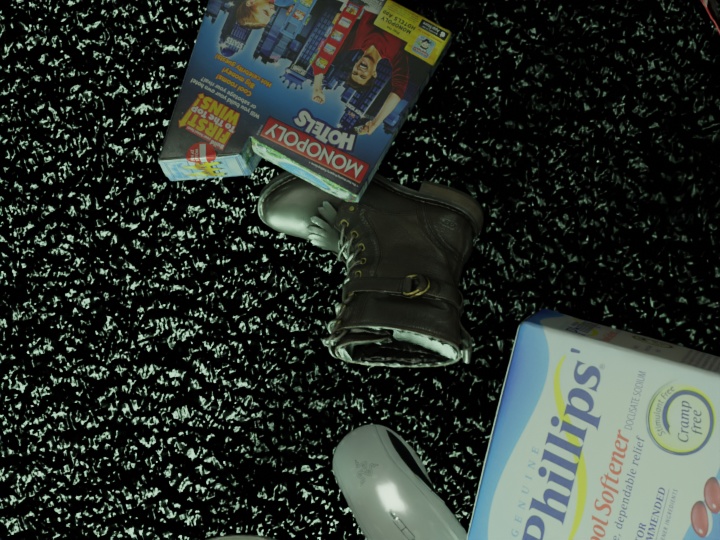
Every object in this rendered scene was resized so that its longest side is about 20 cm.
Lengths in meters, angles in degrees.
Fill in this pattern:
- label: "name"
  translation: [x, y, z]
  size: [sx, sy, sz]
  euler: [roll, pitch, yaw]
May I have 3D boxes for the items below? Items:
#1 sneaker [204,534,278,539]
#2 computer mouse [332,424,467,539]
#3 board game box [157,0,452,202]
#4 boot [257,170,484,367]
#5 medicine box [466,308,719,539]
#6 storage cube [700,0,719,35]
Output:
- label: "sneaker"
  translation: [-0.069, 0.259, 1.777]
  size: [0.198, 0.084, 0.074]
  euler: [13, 96, 26]
- label: "computer mouse"
  translation: [0.044, 0.215, 1.776]
  size: [0.109, 0.044, 0.201]
  euler: [-39, 84, 14]
- label: "board game box"
  translation: [-0.060, -0.138, 1.736]
  size: [0.199, 0.062, 0.201]
  euler: [29, 81, 12]
- label: "boot"
  translation: [0.000, 0.000, 1.704]
  size: [0.198, 0.175, 0.070]
  euler: [6, 133, 12]
- label: "medicine box"
  translation: [0.202, 0.145, 1.702]
  size: [0.198, 0.103, 0.184]
  euler: [15, 97, 12]
- label: "storage cube"
  translation: [0.349, -0.205, 1.602]
  size: [0.198, 0.180, 0.173]
  euler: [-7, 92, 15]
